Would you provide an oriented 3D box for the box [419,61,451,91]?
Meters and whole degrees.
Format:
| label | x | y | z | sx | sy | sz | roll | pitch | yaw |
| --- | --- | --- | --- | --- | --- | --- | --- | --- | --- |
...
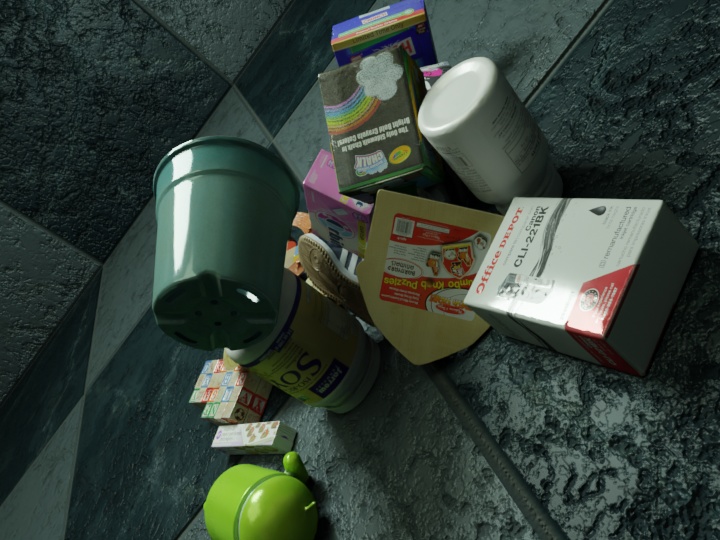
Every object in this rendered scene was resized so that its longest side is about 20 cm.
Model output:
| label | x | y | z | sx | sy | sz | roll | pitch | yaw |
| --- | --- | --- | --- | --- | --- | --- | --- | --- | --- |
| box | 0.066 | -0.236 | 1.016 | 0.194 | 0.135 | 0.116 | -13 | 38 | 0 |

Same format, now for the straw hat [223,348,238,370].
| label | x | y | z | sx | sy | sz | roll | pitch | yaw |
| --- | --- | --- | --- | --- | --- | --- | --- | --- | --- |
| straw hat | -0.154 | 0.098 | 1.086 | 0.201 | 0.084 | 0.204 | -46 | 28 | 34 |

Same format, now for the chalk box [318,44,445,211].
| label | x | y | z | sx | sy | sz | roll | pitch | yaw |
| --- | --- | --- | --- | --- | --- | --- | --- | --- | --- |
| chalk box | 0.035 | -0.163 | 0.834 | 0.121 | 0.123 | 0.207 | -12 | 86 | 20 |

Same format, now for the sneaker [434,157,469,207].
| label | x | y | z | sx | sy | sz | roll | pitch | yaw |
| --- | --- | --- | --- | --- | --- | --- | --- | --- | --- |
| sneaker | 0.095 | -0.171 | 0.937 | 0.081 | 0.203 | 0.073 | -28 | 7 | 18 |

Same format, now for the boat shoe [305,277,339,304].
| label | x | y | z | sx | sy | sz | roll | pitch | yaw |
| --- | --- | --- | --- | --- | --- | --- | --- | --- | --- |
| boat shoe | -0.080 | 0.099 | 1.041 | 0.063 | 0.071 | 0.205 | 1 | 63 | 30 |

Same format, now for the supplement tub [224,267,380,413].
| label | x | y | z | sx | sy | sz | roll | pitch | yaw |
| --- | --- | --- | --- | --- | --- | --- | --- | --- | --- |
| supplement tub | -0.080 | 0.104 | 0.902 | 0.144 | 0.198 | 0.148 | -36 | 33 | 29 |

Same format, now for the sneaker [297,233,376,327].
| label | x | y | z | sx | sy | sz | roll | pitch | yaw |
| --- | --- | --- | --- | --- | --- | --- | --- | --- | --- |
| sneaker | 0.000 | 0.000 | 0.940 | 0.199 | 0.107 | 0.072 | 38 | 134 | 29 |

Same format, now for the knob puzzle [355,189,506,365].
| label | x | y | z | sx | sy | sz | roll | pitch | yaw |
| --- | --- | --- | --- | --- | --- | --- | --- | --- | --- |
| knob puzzle | 0.089 | 0.017 | 0.792 | 0.220 | 0.219 | 0.030 | -47 | 0 | 12 |

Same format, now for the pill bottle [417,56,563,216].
| label | x | y | z | sx | sy | sz | roll | pitch | yaw |
| --- | --- | --- | --- | --- | --- | --- | --- | --- | --- |
| pill bottle | 0.169 | -0.151 | 0.782 | 0.113 | 0.199 | 0.116 | -29 | 39 | 27 |

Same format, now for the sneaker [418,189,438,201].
| label | x | y | z | sx | sy | sz | roll | pitch | yaw |
| --- | --- | --- | --- | --- | --- | --- | --- | --- | --- |
| sneaker | 0.050 | -0.059 | 0.962 | 0.198 | 0.114 | 0.075 | -32 | 37 | 37 |

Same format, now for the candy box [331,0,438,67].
| label | x | y | z | sx | sy | sz | roll | pitch | yaw |
| --- | --- | --- | --- | --- | --- | --- | --- | --- | --- |
| candy box | 0.056 | -0.347 | 1.107 | 0.164 | 0.203 | 0.078 | -14 | 41 | 11 |

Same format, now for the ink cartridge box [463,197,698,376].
| label | x | y | z | sx | sy | sz | roll | pitch | yaw |
| --- | --- | --- | --- | --- | --- | --- | --- | --- | --- |
| ink cartridge box | 0.223 | 0.006 | 0.667 | 0.198 | 0.083 | 0.147 | 12 | 70 | 59 |

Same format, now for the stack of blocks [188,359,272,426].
| label | x | y | z | sx | sy | sz | roll | pitch | yaw |
| --- | --- | --- | --- | --- | --- | --- | --- | --- | --- |
| stack of blocks | -0.243 | 0.228 | 1.164 | 0.197 | 0.058 | 0.118 | -14 | 49 | 50 |

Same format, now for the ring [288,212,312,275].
| label | x | y | z | sx | sy | sz | roll | pitch | yaw |
| --- | --- | --- | --- | --- | --- | --- | --- | --- | --- |
| ring | -0.164 | -0.041 | 1.208 | 0.195 | 0.019 | 0.204 | -16 | 45 | 16 |

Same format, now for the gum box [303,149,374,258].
| label | x | y | z | sx | sy | sz | roll | pitch | yaw |
| --- | --- | --- | --- | --- | --- | --- | --- | --- | --- |
| gum box | -0.022 | -0.095 | 1.014 | 0.067 | 0.111 | 0.201 | -61 | -10 | -18 |

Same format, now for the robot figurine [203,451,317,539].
| label | x | y | z | sx | sy | sz | roll | pitch | yaw |
| --- | --- | --- | --- | --- | --- | --- | --- | --- | --- |
| robot figurine | -0.134 | 0.327 | 0.842 | 0.197 | 0.116 | 0.177 | -10 | 40 | 51 |

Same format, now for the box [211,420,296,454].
| label | x | y | z | sx | sy | sz | roll | pitch | yaw |
| --- | --- | --- | --- | --- | --- | --- | --- | --- | --- |
| box | -0.178 | 0.277 | 1.037 | 0.197 | 0.041 | 0.040 | -18 | 45 | 47 |

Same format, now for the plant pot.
| label | x | y | z | sx | sy | sz | roll | pitch | yaw |
| --- | --- | --- | --- | --- | --- | --- | --- | --- | --- |
| plant pot | -0.173 | -0.023 | 0.787 | 0.198 | 0.198 | 0.200 | -34 | 42 | 32 |

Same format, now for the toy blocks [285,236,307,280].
| label | x | y | z | sx | sy | sz | roll | pitch | yaw |
| --- | --- | --- | --- | --- | --- | --- | --- | --- | --- |
| toy blocks | -0.138 | 0.000 | 1.225 | 0.134 | 0.100 | 0.204 | -22 | 41 | 26 |
